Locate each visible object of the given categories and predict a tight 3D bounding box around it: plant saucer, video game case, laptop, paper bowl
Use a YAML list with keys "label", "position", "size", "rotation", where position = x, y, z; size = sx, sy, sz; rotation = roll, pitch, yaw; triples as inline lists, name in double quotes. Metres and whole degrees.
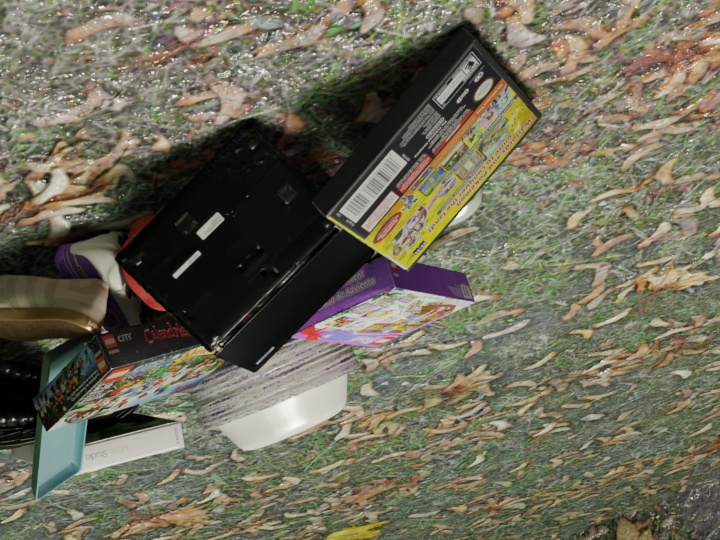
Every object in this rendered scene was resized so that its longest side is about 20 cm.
- label: "plant saucer"
  position: [-0.312, 0.151, 1.446]
  size: [0.070, 0.019, 0.202]
  rotation: [-34, 146, -46]
- label: "video game case"
  position: [0.065, -0.103, 1.261]
  size: [0.200, 0.025, 0.180]
  rotation: [-49, 150, 6]
- label: "laptop"
  position: [-0.101, -0.015, 1.301]
  size: [0.177, 0.200, 0.103]
  rotation: [-44, -162, 2]
- label: "paper bowl"
  position: [-0.095, 0.138, 1.617]
  size: [0.198, 0.106, 0.201]
  rotation: [-23, 179, 0]

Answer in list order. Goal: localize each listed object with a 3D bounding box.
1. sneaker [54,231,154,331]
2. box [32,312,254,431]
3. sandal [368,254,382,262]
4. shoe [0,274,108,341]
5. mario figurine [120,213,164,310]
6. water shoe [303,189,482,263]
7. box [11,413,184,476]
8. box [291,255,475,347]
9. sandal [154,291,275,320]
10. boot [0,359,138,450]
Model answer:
- label: "sneaker"
  position: [-0.257, 0.022, 1.400]
  size: [0.082, 0.082, 0.201]
  rotation: [-1, 148, 6]
- label: "box"
  position: [-0.211, 0.093, 1.384]
  size: [0.199, 0.038, 0.136]
  rotation: [-14, 160, -48]
- label: "sandal"
  position: [-0.001, 0.000, 1.520]
  size: [0.075, 0.049, 0.200]
  rotation: [-23, 156, 16]
- label: "shoe"
  position: [-0.322, 0.034, 1.340]
  size: [0.197, 0.054, 0.070]
  rotation: [2, 158, 30]
- label: "mario figurine"
  position: [-0.161, -0.025, 1.363]
  size: [0.199, 0.105, 0.125]
  rotation: [4, 115, -59]
- label: "water shoe"
  position: [0.021, -0.069, 1.382]
  size: [0.197, 0.072, 0.079]
  rotation: [-22, 135, 4]
- label: "box"
  position: [-0.317, 0.201, 1.650]
  size: [0.143, 0.037, 0.199]
  rotation: [-11, -173, -34]
- label: "box"
  position: [0.021, 0.036, 1.483]
  size: [0.136, 0.040, 0.199]
  rotation: [-26, 163, 24]
- label: "sandal"
  position: [-0.143, 0.066, 1.565]
  size: [0.197, 0.055, 0.082]
  rotation: [-3, 154, -27]
- label: "boot"
  position: [-0.331, 0.134, 1.523]
  size: [0.209, 0.080, 0.158]
  rotation: [-20, 164, -19]
